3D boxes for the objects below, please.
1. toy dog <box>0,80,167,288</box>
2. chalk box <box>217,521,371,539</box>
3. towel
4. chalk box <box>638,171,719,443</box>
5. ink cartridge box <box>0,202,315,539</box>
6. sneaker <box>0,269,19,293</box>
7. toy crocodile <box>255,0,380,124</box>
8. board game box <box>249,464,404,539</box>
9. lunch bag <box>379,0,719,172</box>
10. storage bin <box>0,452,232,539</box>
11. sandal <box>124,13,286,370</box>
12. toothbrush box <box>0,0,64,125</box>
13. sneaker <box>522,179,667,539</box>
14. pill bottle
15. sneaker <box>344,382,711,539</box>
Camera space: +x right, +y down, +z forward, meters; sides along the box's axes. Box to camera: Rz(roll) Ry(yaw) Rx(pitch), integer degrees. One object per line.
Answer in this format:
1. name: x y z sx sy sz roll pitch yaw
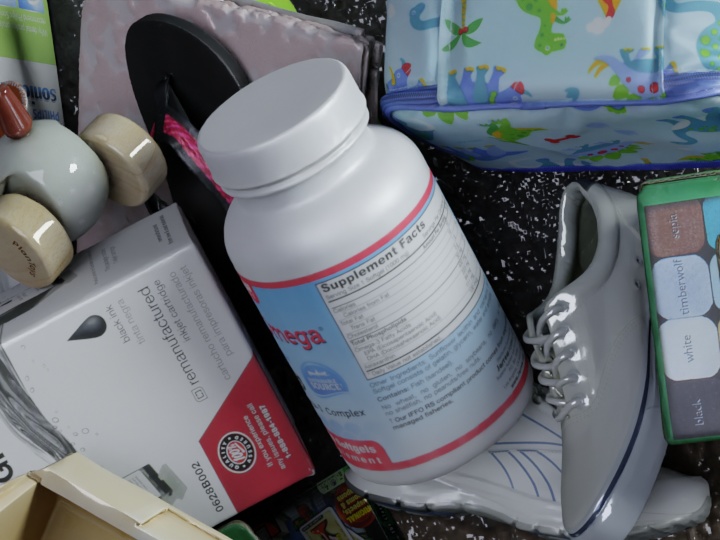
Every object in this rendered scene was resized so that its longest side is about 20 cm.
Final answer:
1. toy dog: -0.200 -0.051 1.201 0.199 0.132 0.097 -15 117 33
2. chalk box: -0.033 0.227 1.193 0.125 0.124 0.201 -30 86 21
3. towel: -0.074 -0.058 1.244 0.199 0.032 0.192 19 118 32
4. chalk box: 0.209 0.013 1.081 0.123 0.200 0.126 -7 88 21
5. ink cartridge box: -0.146 0.080 1.178 0.199 0.083 0.147 -28 109 -2
6. sneaker: -0.135 0.052 1.298 0.099 0.078 0.201 -31 88 12
7. toy crocodile: -0.035 -0.096 1.261 0.200 0.062 0.067 55 132 10
8. board game box: -0.057 0.202 1.289 0.200 0.023 0.105 -34 83 18
9. lunch bag: 0.122 -0.098 1.143 0.199 0.161 0.083 -1 82 24
10. storage bin: -0.112 0.222 1.089 0.199 0.094 0.199 28 106 13
11. sandal: -0.083 -0.038 1.209 0.075 0.045 0.201 -7 102 41
12. toothbrush box: -0.266 -0.166 1.334 0.145 0.086 0.201 -9 89 20
13. sneaker: 0.114 0.045 1.152 0.073 0.071 0.201 -46 28 52
14. pill bottle: 0.000 0.000 1.136 0.108 0.109 0.201 -19 117 20
15. sneaker: 0.089 0.096 1.208 0.199 0.074 0.088 10 85 19
